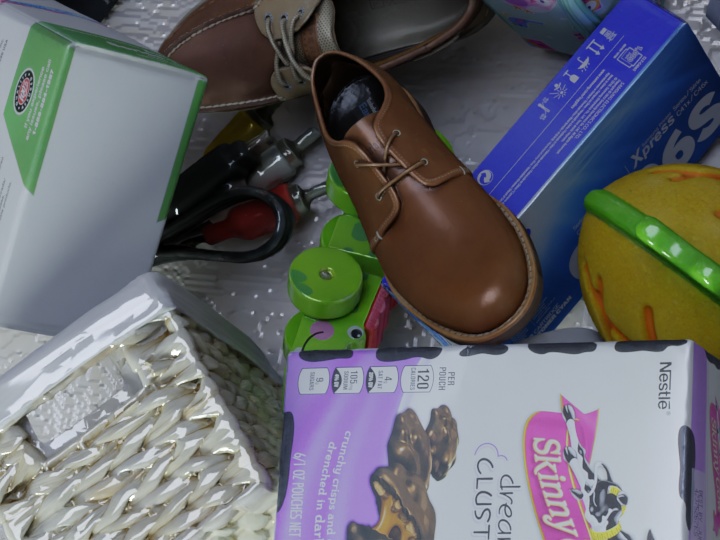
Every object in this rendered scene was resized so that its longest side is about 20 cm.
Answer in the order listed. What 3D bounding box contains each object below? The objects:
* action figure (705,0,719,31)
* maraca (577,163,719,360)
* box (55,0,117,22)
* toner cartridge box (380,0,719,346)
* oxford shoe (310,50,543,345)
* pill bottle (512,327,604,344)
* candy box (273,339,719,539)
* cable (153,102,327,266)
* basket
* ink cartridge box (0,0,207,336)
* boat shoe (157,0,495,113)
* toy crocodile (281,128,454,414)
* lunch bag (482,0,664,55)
[{"bbox_3d":[0.240,-0.092,1.123,0.130,0.069,0.201,-18,64,-26],"label":"action figure"},{"bbox_3d":[0.166,0.007,1.057,0.137,0.200,0.107,34,93,-5],"label":"maraca"},{"bbox_3d":[-0.255,-0.196,1.309,0.200,0.104,0.182,37,85,25],"label":"box"},{"bbox_3d":[0.106,-0.040,1.142,0.200,0.095,0.043,-50,52,-2],"label":"toner cartridge box"},{"bbox_3d":[0.022,-0.037,1.084,0.071,0.071,0.200,-39,47,4],"label":"oxford shoe"},{"bbox_3d":[0.119,0.134,1.074,0.111,0.111,0.201,-25,66,8],"label":"pill bottle"},{"bbox_3d":[0.063,0.121,0.999,0.199,0.071,0.169,-3,74,25],"label":"candy box"},{"bbox_3d":[-0.104,-0.016,1.242,0.200,0.050,0.097,-34,61,15],"label":"cable"},{"bbox_3d":[-0.096,0.105,1.108,0.135,0.200,0.124,-36,71,3],"label":"basket"},{"bbox_3d":[-0.176,-0.065,1.151,0.200,0.084,0.146,31,106,54],"label":"ink cartridge box"},{"bbox_3d":[-0.022,-0.131,1.182,0.199,0.072,0.076,-20,104,13],"label":"boat shoe"},{"bbox_3d":[0.000,0.000,1.158,0.061,0.068,0.200,14,47,6],"label":"toy crocodile"},{"bbox_3d":[0.129,-0.218,1.168,0.077,0.160,0.201,13,82,26],"label":"lunch bag"}]
